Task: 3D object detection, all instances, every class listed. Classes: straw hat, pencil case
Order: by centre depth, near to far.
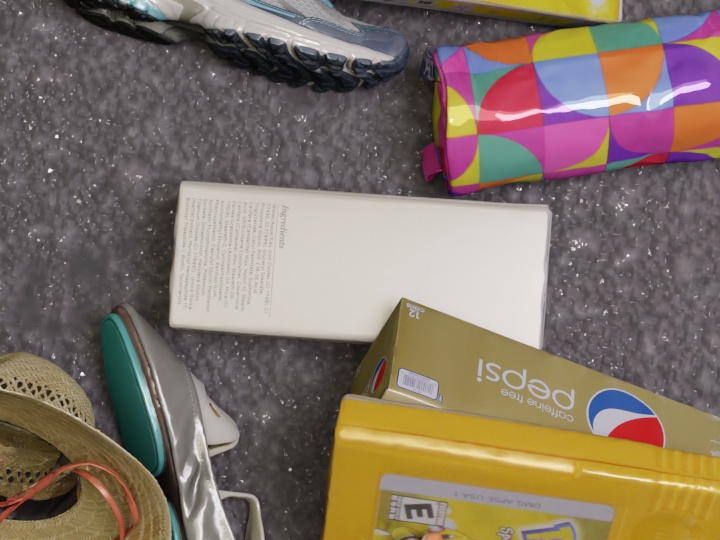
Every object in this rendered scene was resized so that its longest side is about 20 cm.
[{"bbox_3d":[-0.189,0.091,0.941,0.199,0.202,0.085,9,46,2],"label":"straw hat"},{"bbox_3d":[0.130,-0.091,0.955,0.198,0.088,0.089,-7,85,1],"label":"pencil case"}]

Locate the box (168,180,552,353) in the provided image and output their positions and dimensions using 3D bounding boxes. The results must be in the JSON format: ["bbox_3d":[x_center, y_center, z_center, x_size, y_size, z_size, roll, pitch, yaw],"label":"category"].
[{"bbox_3d":[0.000,0.000,0.957,0.198,0.068,0.083,5,85,2],"label":"box"}]

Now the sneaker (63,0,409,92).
[{"bbox_3d":[-0.064,-0.160,0.970,0.198,0.078,0.087,18,82,3],"label":"sneaker"}]

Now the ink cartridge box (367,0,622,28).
[{"bbox_3d":[0.050,-0.239,0.956,0.198,0.047,0.200,4,86,-23],"label":"ink cartridge box"}]

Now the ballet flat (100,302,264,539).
[{"bbox_3d":[-0.090,0.113,0.961,0.063,0.067,0.202,-11,85,-27],"label":"ballet flat"}]

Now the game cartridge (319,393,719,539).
[{"bbox_3d":[0.078,0.145,0.901,0.198,0.177,0.033,10,44,3],"label":"game cartridge"}]

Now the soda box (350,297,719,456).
[{"bbox_3d":[0.095,0.089,0.914,0.199,0.068,0.064,21,45,-10],"label":"soda box"}]

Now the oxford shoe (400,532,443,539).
[{"bbox_3d":[-0.004,0.212,0.900,0.072,0.071,0.201,18,118,7],"label":"oxford shoe"}]
